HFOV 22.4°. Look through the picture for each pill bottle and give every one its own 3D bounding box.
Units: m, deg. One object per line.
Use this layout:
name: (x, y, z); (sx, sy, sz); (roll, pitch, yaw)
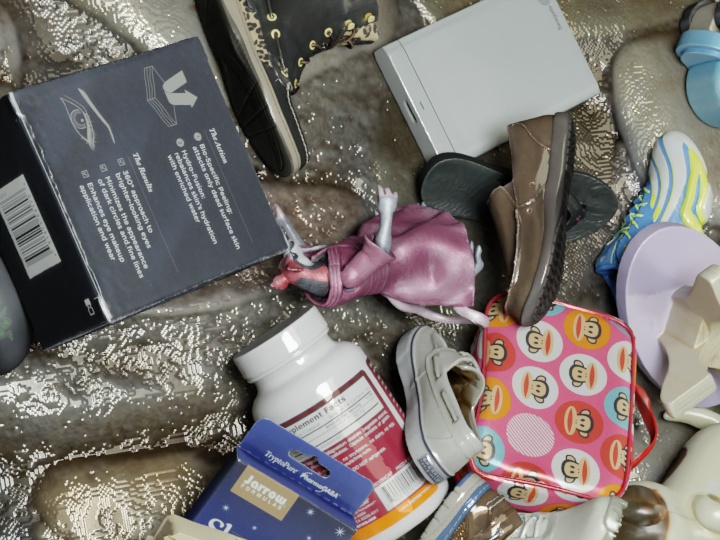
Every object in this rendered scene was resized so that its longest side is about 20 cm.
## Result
pill bottle: (-0.020, 0.136, 1.566); (0.113, 0.113, 0.200); (-35, 95, -26)

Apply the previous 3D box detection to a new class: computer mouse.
computer mouse: (-0.339, -0.001, 1.477); (0.138, 0.053, 0.200); (-41, 98, -26)

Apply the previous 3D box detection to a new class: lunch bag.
lunch bag: (0.181, 0.126, 1.640); (0.176, 0.082, 0.200); (13, 58, -3)

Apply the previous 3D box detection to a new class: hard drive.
hard drive: (0.124, -0.189, 1.744); (0.200, 0.027, 0.132); (-28, 93, -27)

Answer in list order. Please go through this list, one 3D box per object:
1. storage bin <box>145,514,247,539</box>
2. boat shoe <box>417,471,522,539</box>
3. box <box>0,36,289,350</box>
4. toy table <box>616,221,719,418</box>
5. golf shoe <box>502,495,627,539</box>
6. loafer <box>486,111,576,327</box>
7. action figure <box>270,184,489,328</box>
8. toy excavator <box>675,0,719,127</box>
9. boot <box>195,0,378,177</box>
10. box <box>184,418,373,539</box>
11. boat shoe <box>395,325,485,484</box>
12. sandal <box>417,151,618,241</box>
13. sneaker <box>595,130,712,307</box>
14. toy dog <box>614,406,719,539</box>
storage bin: (-0.105, 0.324, 1.457); (0.200, 0.094, 0.199); (22, 101, -19)
boat shoe: (0.065, 0.273, 1.556); (0.072, 0.072, 0.200); (35, 102, 16)
box: (-0.196, -0.064, 1.499); (0.200, 0.117, 0.197); (-23, 90, -40)
toy table: (0.327, 0.058, 1.688); (0.184, 0.117, 0.200); (-44, 119, -6)
golf shoe: (0.145, 0.242, 1.580); (0.097, 0.200, 0.078); (38, 39, -8)
loafer: (0.150, -0.047, 1.646); (0.071, 0.073, 0.200); (5, 74, 15)
action figure: (0.000, 0.000, 1.599); (0.200, 0.134, 0.149); (-17, 99, -39)
toy excavator: (0.393, -0.157, 1.836); (0.194, 0.100, 0.200); (24, 84, -17)
boot: (-0.050, -0.197, 1.642); (0.150, 0.073, 0.200); (-21, 84, -27)
box: (-0.090, 0.230, 1.502); (0.121, 0.032, 0.200); (33, 101, -15)
boat shoe: (0.077, 0.104, 1.583); (0.070, 0.200, 0.071); (-31, 114, 16)
sandal: (0.151, -0.060, 1.704); (0.200, 0.048, 0.075); (8, 119, -18)
sneaker: (0.282, -0.039, 1.761); (0.105, 0.076, 0.201); (1, 81, -24)
toy dog: (0.308, 0.223, 1.691); (0.200, 0.140, 0.194); (-20, 75, -27)
